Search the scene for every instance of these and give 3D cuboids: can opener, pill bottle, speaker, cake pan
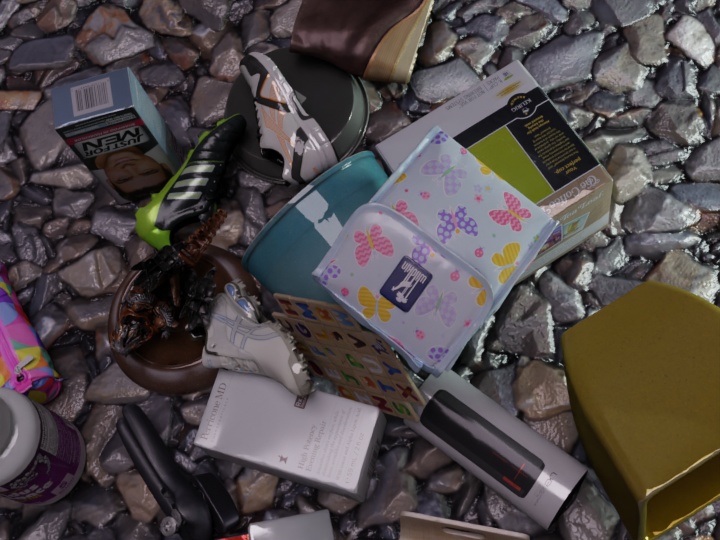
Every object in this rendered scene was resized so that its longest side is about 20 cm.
[{"bbox_3d":[-0.226,0.240,1.196,0.200,0.078,0.064,44,120,25],"label":"can opener"},{"bbox_3d":[-0.397,0.195,1.158,0.111,0.200,0.113,-4,68,9],"label":"pill bottle"},{"bbox_3d":[0.148,0.192,1.128,0.200,0.081,0.081,35,78,20],"label":"speaker"},{"bbox_3d":[-0.089,-0.211,1.351,0.199,0.037,0.202,-3,68,8],"label":"cake pan"}]

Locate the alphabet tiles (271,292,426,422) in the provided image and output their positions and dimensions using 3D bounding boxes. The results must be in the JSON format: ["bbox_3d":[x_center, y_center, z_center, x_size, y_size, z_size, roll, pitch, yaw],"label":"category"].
[{"bbox_3d":[-0.017,0.095,1.127,0.006,0.167,0.199,-46,30,-25],"label":"alphabet tiles"}]

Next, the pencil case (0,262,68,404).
[{"bbox_3d":[-0.440,0.083,1.275,0.088,0.088,0.200,-34,66,-4],"label":"pencil case"}]

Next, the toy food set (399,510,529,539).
[{"bbox_3d":[0.094,0.366,1.079,0.142,0.060,0.201,7,70,13],"label":"toy food set"}]

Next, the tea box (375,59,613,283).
[{"bbox_3d":[0.157,-0.098,1.210,0.199,0.134,0.197,-31,66,-2],"label":"tea box"}]

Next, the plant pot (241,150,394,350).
[{"bbox_3d":[0.000,0.000,1.179,0.200,0.200,0.188,-41,83,-7],"label":"plant pot"}]

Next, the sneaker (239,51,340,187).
[{"bbox_3d":[-0.107,-0.190,1.286,0.080,0.074,0.200,-33,66,-2],"label":"sneaker"}]

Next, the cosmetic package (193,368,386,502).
[{"bbox_3d":[-0.079,0.185,1.176,0.199,0.074,0.102,13,71,14],"label":"cosmetic package"}]

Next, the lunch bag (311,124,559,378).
[{"bbox_3d":[0.073,-0.014,1.036,0.169,0.127,0.200,40,70,7],"label":"lunch bag"}]

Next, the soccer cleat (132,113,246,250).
[{"bbox_3d":[-0.199,-0.107,1.295,0.081,0.068,0.200,39,84,6],"label":"soccer cleat"}]

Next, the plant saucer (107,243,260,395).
[{"bbox_3d":[-0.223,0.053,1.276,0.199,0.032,0.202,-3,68,8],"label":"plant saucer"}]

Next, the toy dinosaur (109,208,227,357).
[{"bbox_3d":[-0.228,0.011,1.212,0.102,0.136,0.201,17,85,-18],"label":"toy dinosaur"}]

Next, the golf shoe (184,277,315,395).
[{"bbox_3d":[-0.126,0.095,1.165,0.097,0.079,0.200,-34,40,-16],"label":"golf shoe"}]

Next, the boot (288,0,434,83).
[{"bbox_3d":[0.008,-0.344,1.344,0.165,0.072,0.201,18,68,0],"label":"boot"}]

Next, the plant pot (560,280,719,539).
[{"bbox_3d":[0.310,0.131,1.068,0.194,0.196,0.200,-31,60,-3],"label":"plant pot"}]

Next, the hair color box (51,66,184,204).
[{"bbox_3d":[-0.294,-0.162,1.280,0.098,0.200,0.061,-15,66,4],"label":"hair color box"}]

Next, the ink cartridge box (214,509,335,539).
[{"bbox_3d":[-0.099,0.371,1.098,0.172,0.044,0.201,-8,66,-12],"label":"ink cartridge box"}]
